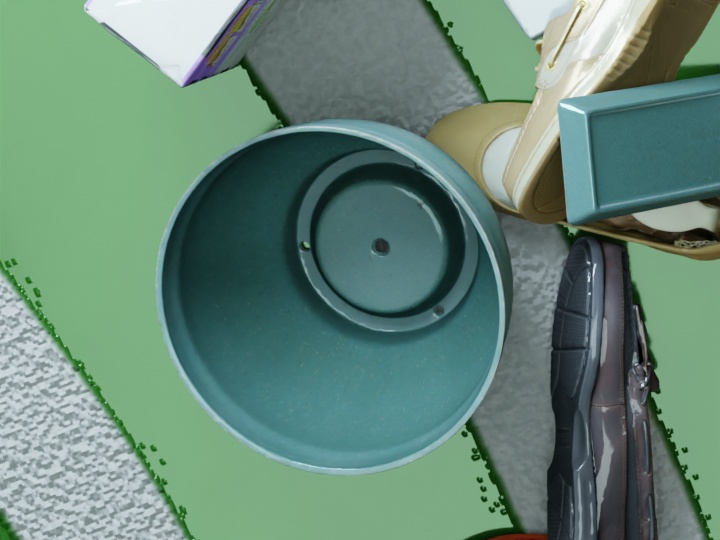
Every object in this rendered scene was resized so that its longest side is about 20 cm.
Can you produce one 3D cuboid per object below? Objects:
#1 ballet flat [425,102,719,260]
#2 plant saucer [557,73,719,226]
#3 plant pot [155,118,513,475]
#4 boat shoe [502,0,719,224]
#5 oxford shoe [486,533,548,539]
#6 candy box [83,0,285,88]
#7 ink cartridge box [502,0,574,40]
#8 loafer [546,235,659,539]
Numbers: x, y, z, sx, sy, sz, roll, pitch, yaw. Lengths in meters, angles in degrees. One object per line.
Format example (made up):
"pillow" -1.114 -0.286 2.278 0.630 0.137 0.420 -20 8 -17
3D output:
"ballet flat" 0.133 -0.053 1.607 0.200 0.063 0.069 13 98 4
"plant saucer" 0.191 -0.073 1.555 0.200 0.019 0.070 -12 99 -39
"plant pot" 0.000 0.000 1.581 0.200 0.134 0.201 5 108 15
"boat shoe" 0.136 -0.121 1.558 0.069 0.074 0.200 38 98 40
"oxford shoe" 0.072 0.211 1.657 0.200 0.071 0.073 -10 130 -1
"candy box" -0.061 -0.192 1.537 0.072 0.200 0.168 38 99 0
"ink cartridge box" 0.110 -0.258 1.590 0.160 0.047 0.200 -34 96 9
"loafer" 0.147 0.080 1.626 0.063 0.072 0.200 2 93 -15
